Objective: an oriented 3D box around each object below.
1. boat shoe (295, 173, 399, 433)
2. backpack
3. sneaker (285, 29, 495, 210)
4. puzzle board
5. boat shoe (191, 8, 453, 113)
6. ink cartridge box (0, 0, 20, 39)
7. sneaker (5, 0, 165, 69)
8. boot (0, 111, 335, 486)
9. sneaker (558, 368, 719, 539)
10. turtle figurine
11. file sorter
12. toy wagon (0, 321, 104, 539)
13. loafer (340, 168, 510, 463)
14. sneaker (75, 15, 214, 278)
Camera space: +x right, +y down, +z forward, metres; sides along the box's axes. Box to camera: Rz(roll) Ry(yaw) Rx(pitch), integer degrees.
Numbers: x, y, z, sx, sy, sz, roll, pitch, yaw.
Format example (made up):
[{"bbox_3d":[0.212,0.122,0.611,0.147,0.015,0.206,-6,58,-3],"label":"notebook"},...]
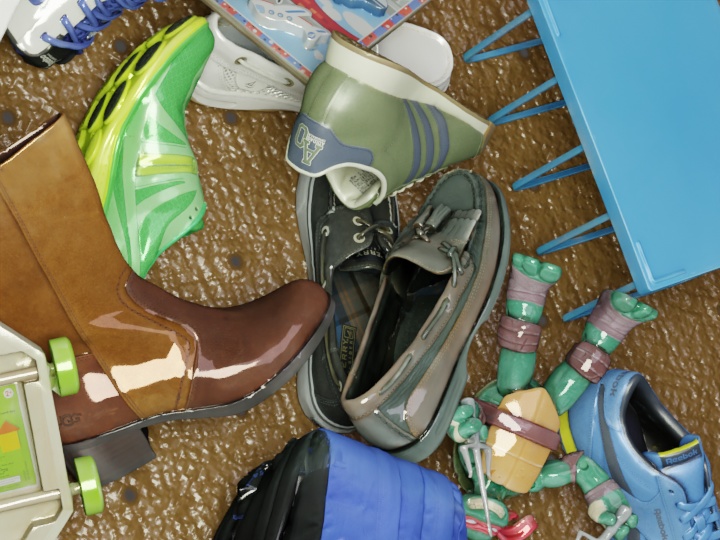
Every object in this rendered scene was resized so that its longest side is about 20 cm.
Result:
[{"bbox_3d":[0.000,0.000,1.541,0.068,0.057,0.201,10,70,-26],"label":"boat shoe"},{"bbox_3d":[-0.008,0.205,1.418,0.167,0.162,0.201,21,54,-27],"label":"backpack"},{"bbox_3d":[0.012,-0.079,1.518,0.067,0.200,0.090,30,93,25],"label":"sneaker"},{"bbox_3d":[-0.057,-0.211,1.549,0.200,0.017,0.151,40,51,11],"label":"puzzle board"},{"bbox_3d":[-0.018,-0.135,1.564,0.199,0.069,0.071,-3,70,-31],"label":"boat shoe"},{"bbox_3d":[-0.264,-0.096,1.338,0.085,0.200,0.148,29,62,-17],"label":"ink cartridge box"},{"bbox_3d":[-0.153,-0.171,1.476,0.198,0.081,0.116,13,92,11],"label":"sneaker"},{"bbox_3d":[-0.130,-0.003,1.409,0.187,0.069,0.201,-28,112,-1],"label":"boot"},{"bbox_3d":[0.200,0.155,1.595,0.066,0.078,0.201,-31,92,-34],"label":"sneaker"},{"bbox_3d":[0.101,0.099,1.522,0.149,0.100,0.201,21,87,-33],"label":"turtle figurine"},{"bbox_3d":[0.171,-0.083,1.625,0.138,0.123,0.201,-17,84,-33],"label":"file sorter"},{"bbox_3d":[-0.228,0.077,1.354,0.154,0.040,0.202,-12,100,-11],"label":"toy wagon"},{"bbox_3d":[0.038,0.016,1.485,0.063,0.072,0.201,40,52,-36],"label":"loafer"},{"bbox_3d":[-0.129,-0.056,1.482,0.083,0.074,0.201,27,75,-24],"label":"sneaker"}]
